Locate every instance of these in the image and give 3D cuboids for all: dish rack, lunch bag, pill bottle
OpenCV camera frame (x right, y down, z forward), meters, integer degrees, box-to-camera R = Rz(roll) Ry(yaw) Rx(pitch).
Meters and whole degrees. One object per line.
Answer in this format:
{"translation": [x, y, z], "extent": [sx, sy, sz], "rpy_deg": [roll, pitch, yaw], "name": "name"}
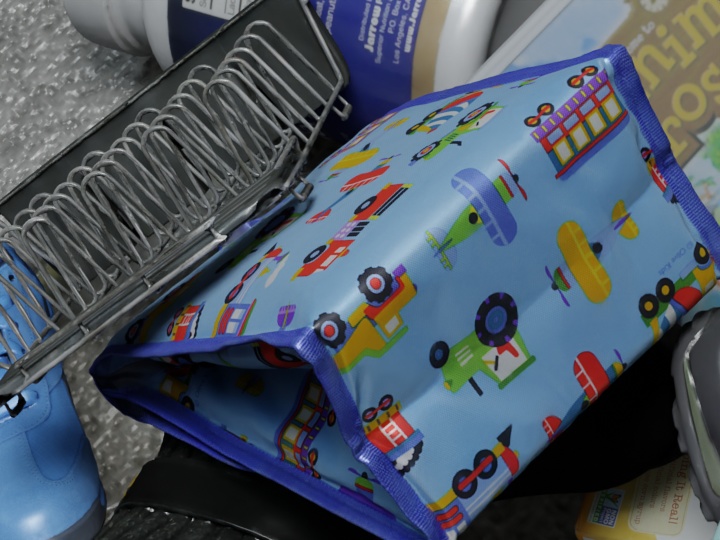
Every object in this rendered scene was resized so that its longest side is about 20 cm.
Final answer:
{"translation": [-0.076, -0.026, 1.019], "extent": [0.153, 0.055, 0.200], "rpy_deg": [-38, 9, 16], "name": "dish rack"}
{"translation": [0.000, 0.000, 0.970], "extent": [0.150, 0.094, 0.200], "rpy_deg": [-42, 26, -22], "name": "lunch bag"}
{"translation": [-0.016, -0.114, 1.155], "extent": [0.199, 0.116, 0.116], "rpy_deg": [18, 66, 26], "name": "pill bottle"}

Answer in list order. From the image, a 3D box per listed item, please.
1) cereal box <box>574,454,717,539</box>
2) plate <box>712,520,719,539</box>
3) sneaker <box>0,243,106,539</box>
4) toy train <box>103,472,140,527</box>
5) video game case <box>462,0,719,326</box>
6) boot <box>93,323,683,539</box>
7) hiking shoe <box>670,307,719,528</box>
{"translation": [0.193, 0.060, 1.028], "extent": [0.199, 0.040, 0.145], "rpy_deg": [11, 64, 23], "name": "cereal box"}
{"translation": [0.201, 0.118, 0.873], "extent": [0.199, 0.026, 0.202], "rpy_deg": [0, 77, 1], "name": "plate"}
{"translation": [-0.142, 0.041, 1.076], "extent": [0.066, 0.079, 0.200], "rpy_deg": [-17, 29, -5], "name": "sneaker"}
{"translation": [-0.085, 0.134, 1.061], "extent": [0.199, 0.056, 0.151], "rpy_deg": [-7, 57, 13], "name": "toy train"}
{"translation": [0.152, -0.056, 0.981], "extent": [0.200, 0.022, 0.182], "rpy_deg": [-45, 76, 25], "name": "video game case"}
{"translation": [0.008, 0.084, 0.987], "extent": [0.210, 0.080, 0.158], "rpy_deg": [-4, 37, 28], "name": "boot"}
{"translation": [0.184, 0.084, 0.938], "extent": [0.100, 0.076, 0.201], "rpy_deg": [-36, 89, 23], "name": "hiking shoe"}
